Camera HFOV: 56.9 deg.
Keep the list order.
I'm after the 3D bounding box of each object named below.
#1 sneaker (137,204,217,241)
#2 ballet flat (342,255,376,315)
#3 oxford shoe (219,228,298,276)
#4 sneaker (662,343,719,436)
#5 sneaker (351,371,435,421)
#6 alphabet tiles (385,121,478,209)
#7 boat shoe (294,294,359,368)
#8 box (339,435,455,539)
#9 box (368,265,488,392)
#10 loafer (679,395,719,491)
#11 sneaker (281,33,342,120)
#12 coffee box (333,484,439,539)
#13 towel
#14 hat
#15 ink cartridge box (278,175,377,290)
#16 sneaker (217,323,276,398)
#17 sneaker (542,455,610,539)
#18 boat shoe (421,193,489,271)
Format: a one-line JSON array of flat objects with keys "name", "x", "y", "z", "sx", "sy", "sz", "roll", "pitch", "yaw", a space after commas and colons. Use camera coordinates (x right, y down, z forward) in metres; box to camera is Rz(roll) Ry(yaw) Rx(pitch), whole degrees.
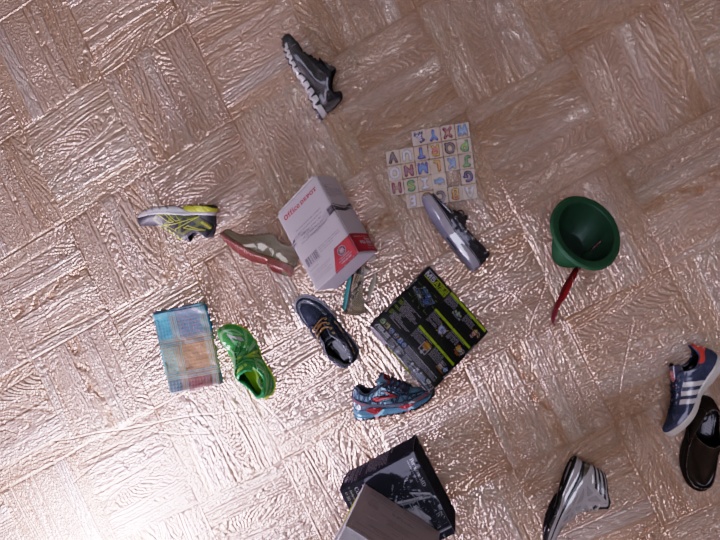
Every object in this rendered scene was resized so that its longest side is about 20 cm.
[{"name": "sneaker", "x": -0.429, "y": -0.109, "z": 1.555, "sx": 0.194, "sy": 0.074, "sz": 0.087, "roll": -3, "pitch": 94, "yaw": 9}, {"name": "ballet flat", "x": 0.000, "y": 0.000, "z": 1.507, "sx": 0.073, "sy": 0.068, "sz": 0.206, "roll": 2, "pitch": 94, "yaw": -12}, {"name": "oxford shoe", "x": -0.232, "y": -0.057, "z": 1.541, "sx": 0.196, "sy": 0.071, "sz": 0.075, "roll": 26, "pitch": 76, "yaw": 3}, {"name": "sneaker", "x": 0.681, "y": 0.249, "z": 1.412, "sx": 0.083, "sy": 0.075, "sz": 0.203, "roll": 31, "pitch": 88, "yaw": 4}, {"name": "sneaker", "x": 0.070, "y": 0.277, "z": 1.503, "sx": 0.195, "sy": 0.079, "sz": 0.098, "roll": -14, "pitch": 90, "yaw": 9}, {"name": "alphabet tiles", "x": 0.157, "y": -0.232, "z": 1.491, "sx": 0.194, "sy": 0.008, "sz": 0.172, "roll": -8, "pitch": 93, "yaw": 9}, {"name": "boat shoe", "x": -0.080, "y": 0.135, "z": 1.509, "sx": 0.200, "sy": 0.091, "sz": 0.071, "roll": 44, "pitch": 99, "yaw": 4}, {"name": "box", "x": 0.086, "y": 0.519, "z": 1.496, "sx": 0.193, "sy": 0.124, "sz": 0.203, "roll": -29, "pitch": 89, "yaw": 7}, {"name": "box", "x": 0.150, "y": 0.129, "z": 1.472, "sx": 0.193, "sy": 0.048, "sz": 0.200, "roll": -44, "pitch": 87, "yaw": -11}, {"name": "loafer", "x": 0.726, "y": 0.373, "z": 1.411, "sx": 0.071, "sy": 0.071, "sz": 0.206, "roll": 1, "pitch": 94, "yaw": 8}, {"name": "sneaker", "x": -0.103, "y": -0.448, "z": 1.490, "sx": 0.089, "sy": 0.066, "sz": 0.203, "roll": -29, "pitch": 93, "yaw": 6}, {"name": "coffee box", "x": 0.028, "y": 0.605, "z": 1.347, "sx": 0.197, "sy": 0.200, "sz": 0.201, "roll": 30, "pitch": 100, "yaw": 6}, {"name": "towel", "x": -0.417, "y": 0.186, "z": 1.600, "sx": 0.143, "sy": 0.022, "sz": 0.206, "roll": -12, "pitch": 92, "yaw": 10}, {"name": "hat", "x": 0.447, "y": -0.035, "z": 1.455, "sx": 0.165, "sy": 0.177, "sz": 0.201, "roll": 39, "pitch": 61, "yaw": 6}, {"name": "ink cartridge box", "x": -0.074, "y": -0.083, "z": 1.454, "sx": 0.146, "sy": 0.082, "sz": 0.203, "roll": -39, "pitch": 71, "yaw": 31}, {"name": "sneaker", "x": -0.266, "y": 0.209, "z": 1.547, "sx": 0.073, "sy": 0.084, "sz": 0.202, "roll": -36, "pitch": 87, "yaw": 10}, {"name": "sneaker", "x": 0.481, "y": 0.525, "z": 1.457, "sx": 0.113, "sy": 0.076, "sz": 0.205, "roll": 23, "pitch": 94, "yaw": 8}, {"name": "boat shoe", "x": 0.214, "y": -0.097, "z": 1.465, "sx": 0.066, "sy": 0.070, "sz": 0.202, "roll": -36, "pitch": 85, "yaw": -8}]
